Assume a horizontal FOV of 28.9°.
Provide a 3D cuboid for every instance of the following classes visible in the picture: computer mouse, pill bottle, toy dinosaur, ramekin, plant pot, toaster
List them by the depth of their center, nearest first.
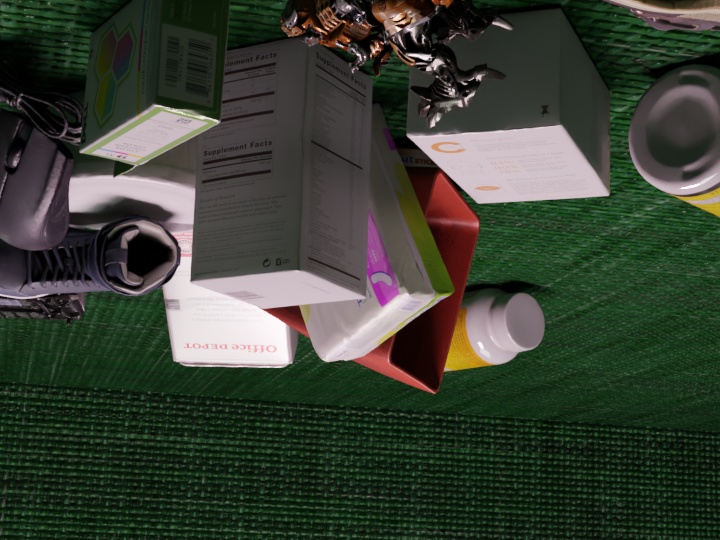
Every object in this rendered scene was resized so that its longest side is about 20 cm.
[{"bbox_3d":[0.036,-0.179,0.992,0.200,0.102,0.136,20,166,48],"label":"toy dinosaur"},{"bbox_3d":[-0.304,-0.087,1.221,0.138,0.053,0.200,29,137,15],"label":"computer mouse"},{"bbox_3d":[0.331,-0.100,1.223,0.111,0.112,0.200,-10,162,41],"label":"pill bottle"},{"bbox_3d":[-0.223,-0.104,1.339,0.202,0.094,0.202,2,167,0],"label":"ramekin"},{"bbox_3d":[0.000,0.000,1.465,0.176,0.200,0.200,11,170,19],"label":"plant pot"},{"bbox_3d":[-0.431,-0.005,1.748,0.200,0.119,0.181,3,168,-1],"label":"toaster"},{"bbox_3d":[0.171,0.086,2.056,0.113,0.113,0.200,13,163,-38],"label":"pill bottle"}]

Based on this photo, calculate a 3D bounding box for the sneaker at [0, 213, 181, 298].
[{"bbox_3d":[-0.271,-0.011,1.333,0.202,0.077,0.146,-4,-179,-15],"label":"sneaker"}]

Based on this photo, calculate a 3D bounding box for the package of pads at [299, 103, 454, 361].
[{"bbox_3d":[-0.011,-0.032,1.298,0.068,0.200,0.154,-5,157,-39],"label":"package of pads"}]

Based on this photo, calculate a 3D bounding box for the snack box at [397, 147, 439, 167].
[{"bbox_3d":[0.031,-0.091,1.505,0.072,0.024,0.200,6,167,-10],"label":"snack box"}]

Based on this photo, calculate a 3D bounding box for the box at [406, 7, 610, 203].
[{"bbox_3d":[0.129,-0.130,1.159,0.124,0.098,0.200,-2,167,20],"label":"box"}]

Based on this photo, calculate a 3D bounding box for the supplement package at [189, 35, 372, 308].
[{"bbox_3d":[-0.064,-0.079,1.180,0.109,0.200,0.114,-6,164,29],"label":"supplement package"}]

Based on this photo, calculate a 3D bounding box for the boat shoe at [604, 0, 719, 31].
[{"bbox_3d":[0.206,-0.193,0.936,0.200,0.072,0.065,1,164,-21],"label":"boat shoe"}]

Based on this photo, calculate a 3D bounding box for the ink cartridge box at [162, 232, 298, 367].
[{"bbox_3d":[-0.151,0.011,1.618,0.145,0.085,0.200,1,125,5],"label":"ink cartridge box"}]

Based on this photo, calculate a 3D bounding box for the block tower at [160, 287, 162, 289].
[{"bbox_3d":[-0.255,-0.003,1.870,0.200,0.054,0.058,11,164,-30],"label":"block tower"}]

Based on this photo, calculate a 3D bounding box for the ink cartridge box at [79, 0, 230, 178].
[{"bbox_3d":[-0.177,-0.148,1.116,0.059,0.104,0.200,11,165,-31],"label":"ink cartridge box"}]
